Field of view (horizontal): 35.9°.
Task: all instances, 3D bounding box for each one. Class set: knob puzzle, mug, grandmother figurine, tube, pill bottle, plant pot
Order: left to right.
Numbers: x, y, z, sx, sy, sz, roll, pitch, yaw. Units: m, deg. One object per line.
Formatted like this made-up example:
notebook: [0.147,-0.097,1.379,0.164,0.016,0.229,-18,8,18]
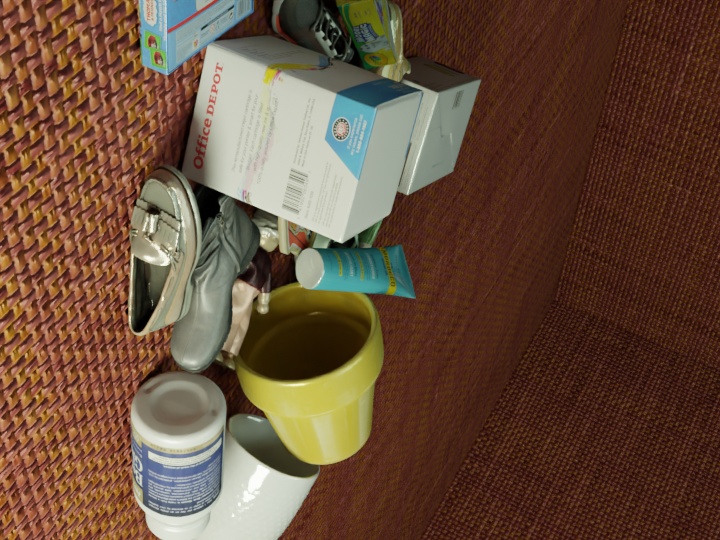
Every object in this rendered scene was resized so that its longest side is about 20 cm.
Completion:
pill bottle: [-0.217,0.228,1.322,0.111,0.110,0.202,-48,154,-46]
grandmother figurine: [-0.145,0.015,1.372,0.203,0.060,0.121,-67,162,-11]
mug: [-0.161,0.305,1.561,0.177,0.146,0.200,-60,-166,13]
plant pot: [-0.060,0.147,1.485,0.201,0.198,0.191,-51,144,-40]
knob puzzle: [-0.053,-0.112,1.370,0.219,0.030,0.223,19,89,-77]
tube: [0.000,0.000,1.460,0.198,0.050,0.079,1,74,-49]

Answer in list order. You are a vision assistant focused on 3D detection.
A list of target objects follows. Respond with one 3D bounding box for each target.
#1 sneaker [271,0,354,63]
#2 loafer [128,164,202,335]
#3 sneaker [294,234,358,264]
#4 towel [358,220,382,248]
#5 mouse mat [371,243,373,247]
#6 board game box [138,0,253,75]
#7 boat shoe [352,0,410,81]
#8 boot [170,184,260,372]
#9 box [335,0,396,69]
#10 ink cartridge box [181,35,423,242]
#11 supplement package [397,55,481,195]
sneaker: [-0.043,-0.275,1.274,0.078,0.081,0.200,-62,162,-14]
loafer: [-0.207,-0.012,1.139,0.063,0.071,0.202,-40,152,-41]
sneaker: [-0.012,-0.079,1.529,0.203,0.073,0.118,-65,-155,-4]
towel: [-0.020,-0.023,1.620,0.203,0.023,0.152,-65,-163,-1]
mouse mat: [-0.013,0.003,1.644,0.161,0.007,0.202,-55,-167,45]
board game box: [-0.147,-0.303,1.011,0.152,0.036,0.202,-49,155,-45]
boat shoe: [0.033,-0.276,1.489,0.075,0.072,0.202,-18,142,-28]
boot: [-0.182,0.002,1.245,0.132,0.069,0.203,62,41,-66]
box: [-0.001,-0.329,1.294,0.200,0.047,0.119,58,23,-73]
ink cartridge box: [-0.062,-0.147,1.181,0.146,0.197,0.149,-33,143,-63]
supplement package: [0.080,-0.221,1.654,0.200,0.109,0.158,-32,142,-62]
